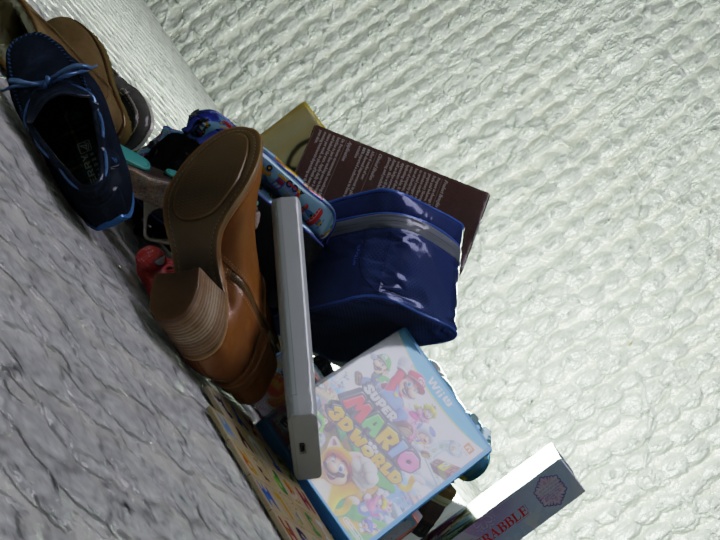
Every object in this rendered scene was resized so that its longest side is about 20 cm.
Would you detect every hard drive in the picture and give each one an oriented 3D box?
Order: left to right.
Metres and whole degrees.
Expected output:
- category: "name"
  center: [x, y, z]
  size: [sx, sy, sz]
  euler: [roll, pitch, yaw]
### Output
- category: "hard drive"
  center: [-0.053, 0.058, 1.375]
  size: [0.132, 0.026, 0.201]
  euler: [89, -4, -61]

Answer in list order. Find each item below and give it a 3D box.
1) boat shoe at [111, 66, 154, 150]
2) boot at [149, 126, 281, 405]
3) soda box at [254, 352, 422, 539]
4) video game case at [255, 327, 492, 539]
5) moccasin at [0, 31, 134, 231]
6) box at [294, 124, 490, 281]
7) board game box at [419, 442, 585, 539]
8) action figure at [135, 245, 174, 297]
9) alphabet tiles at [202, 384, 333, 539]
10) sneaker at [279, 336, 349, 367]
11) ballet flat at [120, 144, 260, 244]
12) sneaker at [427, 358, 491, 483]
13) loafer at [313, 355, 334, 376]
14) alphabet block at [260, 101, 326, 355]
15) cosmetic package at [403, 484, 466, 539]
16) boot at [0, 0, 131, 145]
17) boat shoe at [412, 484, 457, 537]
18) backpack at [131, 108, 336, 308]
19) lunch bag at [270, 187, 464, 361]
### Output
- category: "boat shoe"
  center: [-0.273, -0.183, 1.679]
  size: [0.057, 0.067, 0.200]
  euler: [31, 13, -40]
- category: "boot"
  center: [-0.098, -0.001, 1.344]
  size: [0.155, 0.076, 0.201]
  euler: [54, 38, -51]
- category: "soda box"
  center: [-0.025, 0.166, 1.494]
  size: [0.200, 0.063, 0.068]
  euler: [55, 3, 6]
- category: "video game case"
  center: [0.016, 0.150, 1.461]
  size: [0.200, 0.018, 0.143]
  euler: [-30, 81, -43]
- category: "moccasin"
  center: [-0.232, -0.126, 1.315]
  size: [0.200, 0.080, 0.068]
  euler: [54, -9, 28]
- category: "box"
  center: [0.023, -0.062, 1.698]
  size: [0.199, 0.100, 0.075]
  euler: [22, -29, 2]
- category: "board game box"
  center: [0.121, 0.246, 1.576]
  size: [0.041, 0.199, 0.200]
  euler: [53, 2, 4]
- category: "action figure"
  center: [-0.142, 0.027, 1.404]
  size: [0.066, 0.052, 0.200]
  euler: [60, 7, 32]
- category: "alphabet tiles"
  center: [-0.059, 0.181, 1.289]
  size: [0.200, 0.006, 0.166]
  euler: [56, 2, 28]
- category: "sneaker"
  center: [-0.028, 0.042, 1.697]
  size: [0.199, 0.100, 0.071]
  euler: [22, -12, 1]
- category: "ballet flat"
  center: [-0.184, -0.063, 1.384]
  size: [0.199, 0.068, 0.068]
  euler: [23, 7, -6]
- category: "sneaker"
  center: [0.067, 0.151, 1.601]
  size: [0.131, 0.080, 0.200]
  euler: [51, 18, 16]
- category: "loafer"
  center: [-0.024, 0.145, 1.730]
  size: [0.068, 0.070, 0.201]
  euler: [56, 3, 31]
- category: "alphabet block"
  center: [-0.069, -0.037, 1.854]
  size: [0.196, 0.200, 0.196]
  euler: [55, 2, 17]
- category: "cosmetic package"
  center: [0.039, 0.223, 1.722]
  size: [0.113, 0.081, 0.200]
  euler: [55, 3, 21]
- category: "boot"
  center: [-0.297, -0.214, 1.544]
  size: [0.175, 0.066, 0.200]
  euler: [55, 4, 26]
- category: "boat shoe"
  center: [0.003, 0.191, 1.581]
  size: [0.200, 0.066, 0.072]
  euler: [27, -6, 38]
- category: "backpack"
  center: [-0.138, -0.066, 1.542]
  size: [0.182, 0.135, 0.200]
  euler: [39, -1, -27]
- category: "lunch bag"
  center: [0.000, 0.000, 1.590]
  size: [0.136, 0.199, 0.133]
  euler: [28, 60, -41]
